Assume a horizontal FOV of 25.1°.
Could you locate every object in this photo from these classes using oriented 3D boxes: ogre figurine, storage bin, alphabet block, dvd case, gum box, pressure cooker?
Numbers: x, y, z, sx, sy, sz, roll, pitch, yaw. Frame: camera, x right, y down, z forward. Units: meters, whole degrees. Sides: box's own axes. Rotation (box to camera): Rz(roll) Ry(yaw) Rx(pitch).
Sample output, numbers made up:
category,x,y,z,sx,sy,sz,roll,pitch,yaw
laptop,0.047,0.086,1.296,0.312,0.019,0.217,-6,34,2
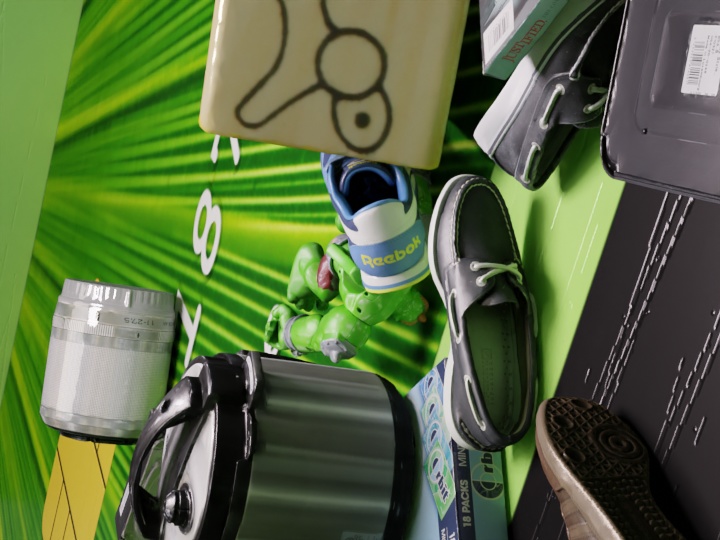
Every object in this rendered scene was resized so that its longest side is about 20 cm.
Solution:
category,x,y,z,sx,sy,sz,roll,pitch,yaw
ogre figurine,0.000,0.000,1.353,0.200,0.098,0.120,-36,32,-4
storage bin,0.216,-0.099,0.831,0.200,0.093,0.136,-154,73,-68
alphabet block,-0.015,-0.215,1.273,0.197,0.194,0.201,-83,4,-67
dvd case,0.117,-0.245,1.056,0.146,0.022,0.201,129,150,-51
gum box,0.048,0.184,1.242,0.200,0.044,0.171,129,144,-55
pressure cooker,-0.075,0.151,1.238,0.178,0.199,0.177,170,106,-70

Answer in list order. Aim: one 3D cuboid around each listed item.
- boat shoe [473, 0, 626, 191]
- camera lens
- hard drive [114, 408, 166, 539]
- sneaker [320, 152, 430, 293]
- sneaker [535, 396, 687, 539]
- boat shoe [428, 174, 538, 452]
category,x,y,z,sx,sy,sz,roll,pitch,yaw
boat shoe,0.143,-0.126,1.078,0.068,0.072,0.200,50,139,15
camera lens,-0.327,0.120,2.106,0.160,0.159,0.202,-173,91,-70
hard drive,-0.104,0.191,1.426,0.038,0.199,0.140,-110,35,-48
sneaker,0.008,-0.071,1.286,0.200,0.074,0.083,-112,-1,-50
sneaker,0.143,0.157,0.963,0.200,0.070,0.076,-112,35,-55
boat shoe,0.094,0.027,1.149,0.060,0.075,0.202,159,105,-68
